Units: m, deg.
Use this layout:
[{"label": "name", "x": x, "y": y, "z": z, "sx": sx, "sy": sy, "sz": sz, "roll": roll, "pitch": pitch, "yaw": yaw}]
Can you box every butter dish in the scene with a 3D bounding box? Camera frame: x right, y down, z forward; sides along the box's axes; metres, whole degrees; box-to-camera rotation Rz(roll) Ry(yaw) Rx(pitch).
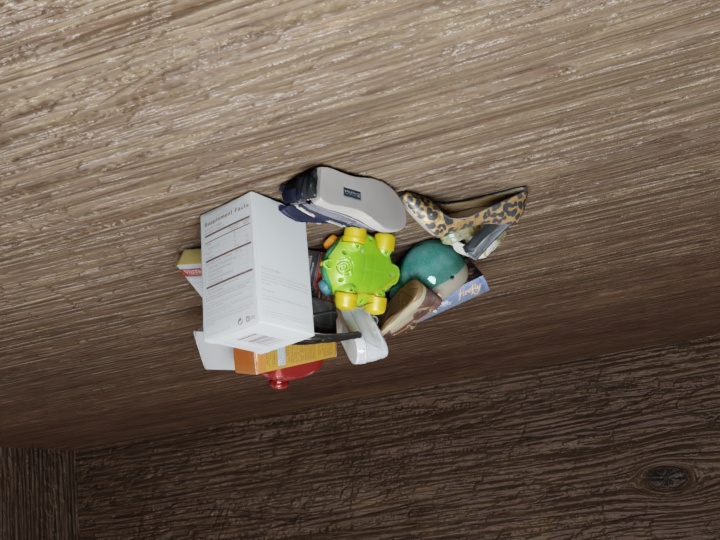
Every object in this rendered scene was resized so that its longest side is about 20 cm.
[{"label": "butter dish", "x": -0.172, "y": 0.187, "z": 1.817, "sx": 0.199, "sy": 0.148, "sz": 0.200, "roll": -4, "pitch": -162, "yaw": -44}]

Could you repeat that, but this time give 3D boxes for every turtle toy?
[{"label": "turtle toy", "x": 0.000, "y": 0.000, "z": 1.437, "sx": 0.101, "sy": 0.146, "sz": 0.200, "roll": 7, "pitch": 177, "yaw": 42}]

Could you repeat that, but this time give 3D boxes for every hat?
[{"label": "hat", "x": -0.098, "y": 0.076, "z": 1.342, "sx": 0.200, "sy": 0.081, "sz": 0.201, "roll": -3, "pitch": 172, "yaw": 0}]

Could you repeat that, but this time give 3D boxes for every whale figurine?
[{"label": "whale figurine", "x": 0.108, "y": -0.004, "z": 1.549, "sx": 0.159, "sy": 0.104, "sz": 0.200, "roll": -34, "pitch": -162, "yaw": -22}]

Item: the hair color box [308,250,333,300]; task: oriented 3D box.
[{"label": "hair color box", "x": -0.081, "y": 0.037, "z": 1.539, "sx": 0.061, "sy": 0.102, "sz": 0.200, "roll": 9, "pitch": 167, "yaw": 10}]

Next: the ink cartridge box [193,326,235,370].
[{"label": "ink cartridge box", "x": -0.200, "y": 0.117, "z": 1.617, "sx": 0.145, "sy": 0.084, "sz": 0.200, "roll": -4, "pitch": -163, "yaw": 35}]

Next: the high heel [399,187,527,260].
[{"label": "high heel", "x": 0.164, "y": -0.111, "z": 1.298, "sx": 0.200, "sy": 0.071, "sz": 0.143, "roll": 29, "pitch": 112, "yaw": -34}]

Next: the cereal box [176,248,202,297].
[{"label": "cereal box", "x": -0.200, "y": 0.036, "z": 1.410, "sx": 0.143, "sy": 0.040, "sz": 0.200, "roll": -3, "pitch": 139, "yaw": 24}]

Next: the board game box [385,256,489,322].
[{"label": "board game box", "x": 0.136, "y": 0.045, "z": 1.604, "sx": 0.199, "sy": 0.035, "sz": 0.136, "roll": -24, "pitch": -162, "yaw": -1}]

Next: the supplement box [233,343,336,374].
[{"label": "supplement box", "x": -0.134, "y": 0.141, "z": 1.512, "sx": 0.066, "sy": 0.069, "sz": 0.200, "roll": -3, "pitch": -176, "yaw": 44}]

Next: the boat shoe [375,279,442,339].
[{"label": "boat shoe", "x": 0.070, "y": 0.088, "z": 1.484, "sx": 0.072, "sy": 0.072, "sz": 0.200, "roll": 24, "pitch": 135, "yaw": -24}]

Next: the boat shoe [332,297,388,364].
[{"label": "boat shoe", "x": -0.002, "y": 0.090, "z": 1.460, "sx": 0.068, "sy": 0.072, "sz": 0.200, "roll": -1, "pitch": -154, "yaw": -17}]

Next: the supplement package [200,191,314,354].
[{"label": "supplement package", "x": -0.153, "y": 0.006, "z": 1.219, "sx": 0.117, "sy": 0.201, "sz": 0.117, "roll": -21, "pitch": 154, "yaw": 34}]

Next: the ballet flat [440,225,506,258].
[{"label": "ballet flat", "x": 0.197, "y": -0.054, "z": 1.447, "sx": 0.071, "sy": 0.071, "sz": 0.200, "roll": -19, "pitch": 161, "yaw": 32}]

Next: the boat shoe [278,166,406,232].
[{"label": "boat shoe", "x": -0.028, "y": -0.095, "z": 1.202, "sx": 0.093, "sy": 0.075, "sz": 0.200, "roll": -14, "pitch": 157, "yaw": 41}]
